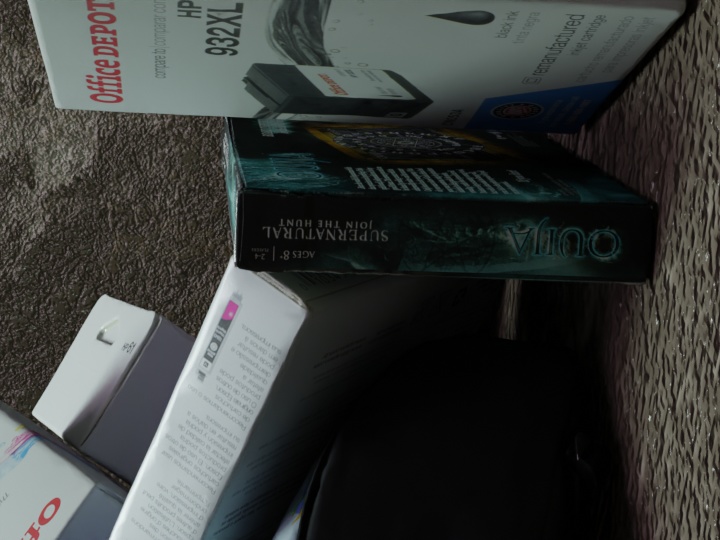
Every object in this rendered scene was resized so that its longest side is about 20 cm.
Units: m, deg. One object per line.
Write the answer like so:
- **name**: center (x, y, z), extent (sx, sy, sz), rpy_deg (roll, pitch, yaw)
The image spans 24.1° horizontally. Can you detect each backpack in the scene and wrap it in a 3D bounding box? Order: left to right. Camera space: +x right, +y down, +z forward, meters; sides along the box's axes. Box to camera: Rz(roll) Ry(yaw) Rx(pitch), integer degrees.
- **backpack**: center (0.014, 0.145, 0.624), extent (0.164, 0.152, 0.201), rpy_deg (-68, -24, -43)

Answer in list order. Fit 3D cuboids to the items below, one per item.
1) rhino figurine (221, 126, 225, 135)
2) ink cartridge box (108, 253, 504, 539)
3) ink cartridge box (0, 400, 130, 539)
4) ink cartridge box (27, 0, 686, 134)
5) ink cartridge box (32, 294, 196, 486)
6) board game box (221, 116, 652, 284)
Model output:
- **rhino figurine**: center (-0.036, -0.105, 0.956), extent (0.201, 0.086, 0.060), rpy_deg (-101, -1, -48)
- **ink cartridge box**: center (-0.025, 0.070, 0.678), extent (0.196, 0.043, 0.201), rpy_deg (-18, -41, -62)
- **ink cartridge box**: center (-0.149, 0.166, 0.795), extent (0.146, 0.144, 0.199), rpy_deg (-54, 30, -9)
- **ink cartridge box**: center (-0.008, -0.106, 0.561), extent (0.145, 0.197, 0.085), rpy_deg (124, 148, -78)
- **ink cartridge box**: center (-0.073, 0.105, 0.945), extent (0.085, 0.199, 0.144), rpy_deg (-56, 19, -10)
- **board game box**: center (0.017, -0.031, 0.623), extent (0.200, 0.133, 0.029), rpy_deg (-114, 26, -77)
